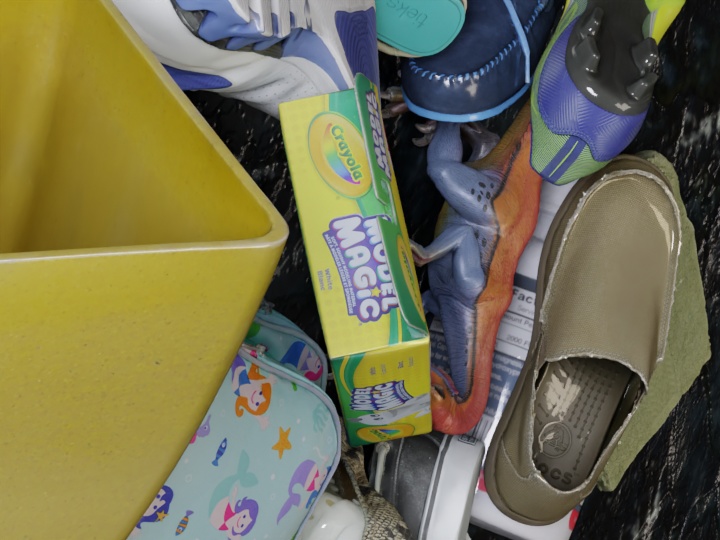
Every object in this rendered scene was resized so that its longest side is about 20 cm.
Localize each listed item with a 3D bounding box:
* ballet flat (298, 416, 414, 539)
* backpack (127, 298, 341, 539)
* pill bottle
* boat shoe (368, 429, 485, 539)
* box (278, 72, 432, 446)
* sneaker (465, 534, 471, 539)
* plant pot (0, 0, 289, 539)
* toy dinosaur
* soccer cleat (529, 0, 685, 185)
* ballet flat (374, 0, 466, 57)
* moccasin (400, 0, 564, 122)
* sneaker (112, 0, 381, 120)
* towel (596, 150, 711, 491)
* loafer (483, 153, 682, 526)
[{"bbox_3d":[-0.022,0.116,1.072,0.068,0.200,0.075,-45,116,9],"label":"ballet flat"},{"bbox_3d":[-0.099,0.077,0.957,0.178,0.150,0.200,-62,155,2],"label":"backpack"},{"bbox_3d":[0.092,0.043,1.241,0.119,0.119,0.201,32,77,-56],"label":"pill bottle"},{"bbox_3d":[0.011,0.176,1.134,0.071,0.063,0.201,78,26,-71],"label":"boat shoe"},{"bbox_3d":[0.000,0.000,0.982,0.200,0.048,0.118,88,-10,-73],"label":"box"},{"bbox_3d":[0.046,0.230,1.203,0.099,0.077,0.201,38,45,-67],"label":"sneaker"},{"bbox_3d":[-0.167,0.016,0.758,0.199,0.200,0.177,-4,126,-29],"label":"plant pot"},{"bbox_3d":[0.056,-0.012,1.130,0.105,0.199,0.182,54,16,-62],"label":"toy dinosaur"},{"bbox_3d":[0.120,-0.114,1.143,0.084,0.064,0.200,-56,-174,34],"label":"soccer cleat"},{"bbox_3d":[-0.028,-0.156,1.023,0.200,0.069,0.070,29,80,-47],"label":"ballet flat"},{"bbox_3d":[0.065,-0.149,1.149,0.200,0.080,0.069,-65,162,-50],"label":"moccasin"},{"bbox_3d":[-0.069,-0.108,0.948,0.199,0.114,0.081,28,57,-66],"label":"sneaker"},{"bbox_3d":[0.169,0.035,1.426,0.149,0.036,0.201,-51,142,-28],"label":"towel"},{"bbox_3d":[0.124,0.037,1.152,0.076,0.067,0.201,17,84,-14],"label":"loafer"}]
